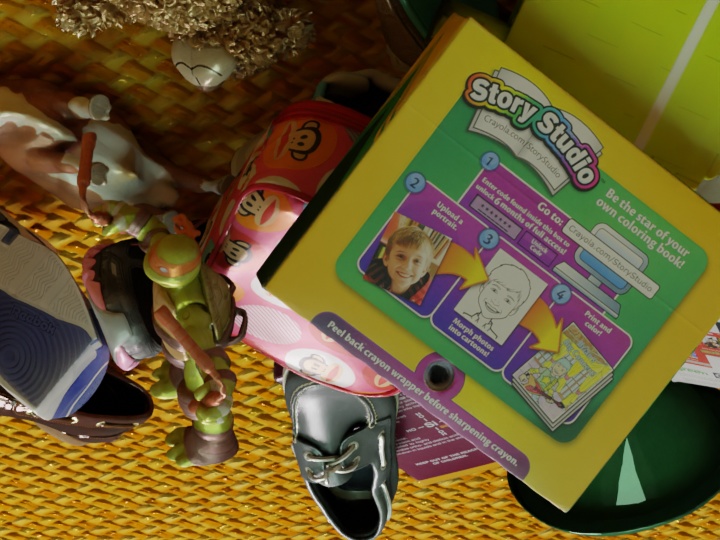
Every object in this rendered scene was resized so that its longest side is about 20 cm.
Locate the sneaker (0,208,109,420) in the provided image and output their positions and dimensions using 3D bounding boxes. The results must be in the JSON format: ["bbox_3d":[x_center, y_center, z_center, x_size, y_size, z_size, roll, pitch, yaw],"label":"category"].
[{"bbox_3d":[-0.216,0.011,1.286,0.081,0.199,0.115,-46,153,3],"label":"sneaker"}]

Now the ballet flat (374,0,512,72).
[{"bbox_3d":[0.062,-0.126,1.147,0.200,0.068,0.072,22,160,-39],"label":"ballet flat"}]

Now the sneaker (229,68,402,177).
[{"bbox_3d":[-0.011,-0.084,1.177,0.200,0.075,0.087,-7,145,41],"label":"sneaker"}]

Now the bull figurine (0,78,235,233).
[{"bbox_3d":[-0.171,-0.072,1.204,0.121,0.065,0.200,17,175,43],"label":"bull figurine"}]

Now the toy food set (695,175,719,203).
[{"bbox_3d":[0.207,-0.114,1.120,0.200,0.060,0.144,-1,111,-1],"label":"toy food set"}]

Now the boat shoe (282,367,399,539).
[{"bbox_3d":[-0.009,0.117,1.322,0.073,0.062,0.200,-3,149,6],"label":"boat shoe"}]

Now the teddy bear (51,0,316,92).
[{"bbox_3d":[-0.110,-0.159,1.075,0.145,0.067,0.200,-6,148,14],"label":"teddy bear"}]

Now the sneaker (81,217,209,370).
[{"bbox_3d":[-0.108,0.002,1.268,0.095,0.200,0.079,-16,101,15],"label":"sneaker"}]

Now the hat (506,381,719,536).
[{"bbox_3d":[0.157,0.059,1.308,0.166,0.200,0.176,-27,118,-10],"label":"hat"}]

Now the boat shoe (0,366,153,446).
[{"bbox_3d":[-0.235,0.075,1.462,0.070,0.070,0.200,-14,155,35],"label":"boat shoe"}]

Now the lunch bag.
[{"bbox_3d":[0.000,0.000,1.155,0.176,0.082,0.200,27,150,-8],"label":"lunch bag"}]

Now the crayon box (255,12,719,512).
[{"bbox_3d":[0.077,-0.004,1.039,0.200,0.173,0.058,37,-178,-10],"label":"crayon box"}]

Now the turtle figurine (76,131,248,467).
[{"bbox_3d":[-0.099,0.023,1.117,0.064,0.200,0.161,-23,143,-16],"label":"turtle figurine"}]

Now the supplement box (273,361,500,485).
[{"bbox_3d":[0.029,0.056,1.390,0.086,0.110,0.200,-18,145,27],"label":"supplement box"}]

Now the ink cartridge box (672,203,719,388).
[{"bbox_3d":[0.261,0.013,1.150,0.200,0.084,0.176,10,161,26],"label":"ink cartridge box"}]

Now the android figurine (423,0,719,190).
[{"bbox_3d":[0.141,-0.119,1.063,0.200,0.041,0.182,21,110,-6],"label":"android figurine"}]
